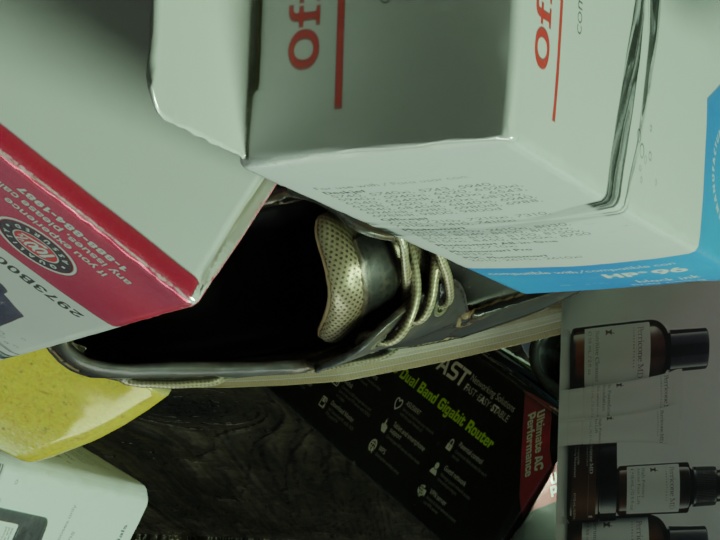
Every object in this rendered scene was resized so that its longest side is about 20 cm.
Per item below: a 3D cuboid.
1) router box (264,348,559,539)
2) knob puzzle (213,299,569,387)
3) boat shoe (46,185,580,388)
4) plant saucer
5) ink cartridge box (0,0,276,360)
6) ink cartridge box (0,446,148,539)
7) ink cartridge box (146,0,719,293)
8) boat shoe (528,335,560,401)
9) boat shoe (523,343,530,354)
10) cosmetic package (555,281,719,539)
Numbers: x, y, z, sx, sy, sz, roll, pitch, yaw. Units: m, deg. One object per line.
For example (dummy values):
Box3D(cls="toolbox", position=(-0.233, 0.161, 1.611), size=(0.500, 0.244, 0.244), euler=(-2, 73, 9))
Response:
Box3D(cls="router box", position=(0.067, 0.077, 1.006), size=(0.150, 0.062, 0.200), euler=(31, -177, -32))
Box3D(cls="knob puzzle", position=(0.025, -0.007, 0.944), size=(0.218, 0.031, 0.220), euler=(-14, -166, 4))
Box3D(cls="boat shoe", position=(0.000, 0.000, 0.793), size=(0.199, 0.075, 0.073), euler=(-15, -162, 3))
Box3D(cls="plant saucer", position=(-0.166, 0.009, 0.967), size=(0.199, 0.049, 0.200), euler=(27, -179, -5))
Box3D(cls="ink cartridge box", position=(-0.119, -0.051, 0.708), size=(0.145, 0.085, 0.200), euler=(39, 156, -18))
Box3D(cls="ink cartridge box", position=(-0.192, 0.070, 0.974), size=(0.145, 0.084, 0.200), euler=(29, -178, 27))
Box3D(cls="ink cartridge box", position=(0.029, -0.069, 0.626), size=(0.067, 0.117, 0.200), euler=(-4, 168, 26))
Box3D(cls="boat shoe", position=(0.137, 0.028, 0.881), size=(0.066, 0.070, 0.199), euler=(13, 173, -42))
Box3D(cls="boat shoe", position=(0.113, 0.005, 1.102), size=(0.066, 0.070, 0.200), euler=(-5, 171, -9))
Box3D(cls="cosmetic package", position=(0.106, 0.016, 0.831), size=(0.082, 0.201, 0.051), euler=(-7, 166, 39))
